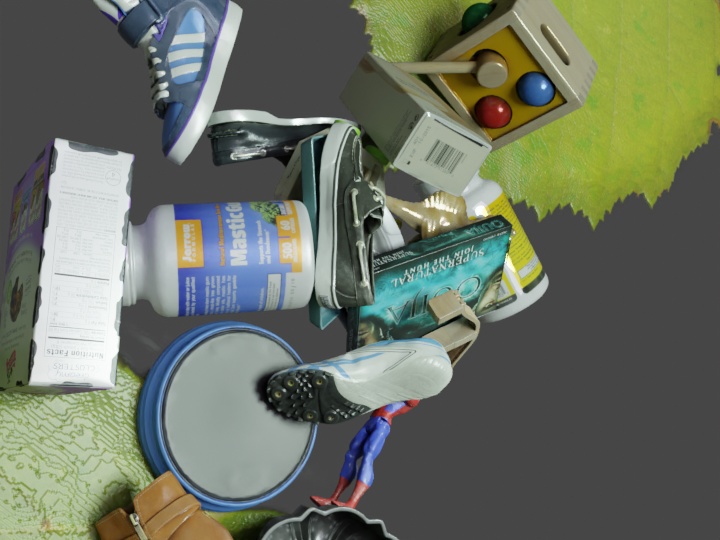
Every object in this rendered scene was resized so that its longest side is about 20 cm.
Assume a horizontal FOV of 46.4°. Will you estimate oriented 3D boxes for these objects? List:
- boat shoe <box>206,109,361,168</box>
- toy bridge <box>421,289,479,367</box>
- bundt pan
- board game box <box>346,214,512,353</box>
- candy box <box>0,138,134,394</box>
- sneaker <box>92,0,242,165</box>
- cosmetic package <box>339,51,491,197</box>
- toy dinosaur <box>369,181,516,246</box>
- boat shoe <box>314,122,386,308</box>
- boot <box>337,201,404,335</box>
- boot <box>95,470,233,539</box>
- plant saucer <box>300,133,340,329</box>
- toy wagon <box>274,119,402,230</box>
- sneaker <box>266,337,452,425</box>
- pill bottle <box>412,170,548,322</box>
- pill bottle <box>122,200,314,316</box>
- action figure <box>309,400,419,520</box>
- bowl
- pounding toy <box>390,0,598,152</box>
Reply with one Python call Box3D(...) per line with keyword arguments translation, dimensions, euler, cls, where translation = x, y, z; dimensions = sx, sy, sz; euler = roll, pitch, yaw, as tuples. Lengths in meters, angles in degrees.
Box3D(translation=(-0.084, -0.145, 0.959), dimensions=(0.199, 0.076, 0.061), euler=(-4, 92, -33), cls="boat shoe")
Box3D(translation=(0.105, 0.079, 0.984), dimensions=(0.067, 0.200, 0.027), euler=(-25, 62, -14), cls="toy bridge")
Box3D(translation=(-0.047, 0.334, 0.870), dimensions=(0.201, 0.076, 0.203), euler=(0, 91, -18), cls="bundt pan")
Box3D(translation=(0.078, 0.022, 0.956), dimensions=(0.199, 0.028, 0.136), euler=(-19, 135, -23), cls="board game box")
Box3D(translation=(-0.264, 0.007, 0.740), dimensions=(0.071, 0.168, 0.201), euler=(8, 78, -31), cls="candy box")
Box3D(translation=(-0.218, -0.225, 0.880), dimensions=(0.146, 0.081, 0.201), euler=(21, 74, -20), cls="sneaker")
Box3D(translation=(0.060, -0.176, 0.989), dimensions=(0.105, 0.200, 0.071), euler=(21, 113, -33), cls="cosmetic package")
Box3D(translation=(0.081, -0.051, 0.990), dimensions=(0.199, 0.058, 0.101), euler=(12, 108, -21), cls="toy dinosaur")
Box3D(translation=(-0.005, -0.058, 0.863), dimensions=(0.071, 0.063, 0.201), euler=(47, 43, -69), cls="boat shoe")
Box3D(translation=(0.000, 0.000, 0.956), dimensions=(0.095, 0.074, 0.200), euler=(-34, 124, -18), cls="boot")
Box3D(translation=(-0.207, 0.301, 0.782), dimensions=(0.200, 0.077, 0.155), euler=(-40, 83, 3), cls="boot")
Box3D(translation=(-0.042, -0.042, 0.890), dimensions=(0.070, 0.019, 0.201), euler=(-39, 129, -70), cls="plant saucer")
Box3D(translation=(-0.020, -0.076, 0.980), dimensions=(0.200, 0.040, 0.156), euler=(29, 86, -53), cls="toy wagon")
Box3D(translation=(-0.002, 0.114, 0.904), dimensions=(0.199, 0.073, 0.072), euler=(-8, 113, -8), cls="sneaker")
Box3D(translation=(0.150, -0.044, 1.078), dimensions=(0.112, 0.112, 0.200), euler=(-37, 103, -34), cls="pill bottle")
Box3D(translation=(-0.153, -0.012, 0.836), dimensions=(0.199, 0.112, 0.112), euler=(-3, 83, -15), cls="pill bottle")
Box3D(translation=(0.001, 0.171, 0.961), dimensions=(0.099, 0.065, 0.200), euler=(51, 58, -24), cls="action figure")
Box3D(translation=(-0.133, 0.152, 0.887), dimensions=(0.200, 0.039, 0.201), euler=(7, 77, -34), cls="bowl")
Box3D(translation=(0.168, -0.267, 1.106), dimensions=(0.200, 0.184, 0.142), euler=(46, 47, -20), cls="pounding toy")
